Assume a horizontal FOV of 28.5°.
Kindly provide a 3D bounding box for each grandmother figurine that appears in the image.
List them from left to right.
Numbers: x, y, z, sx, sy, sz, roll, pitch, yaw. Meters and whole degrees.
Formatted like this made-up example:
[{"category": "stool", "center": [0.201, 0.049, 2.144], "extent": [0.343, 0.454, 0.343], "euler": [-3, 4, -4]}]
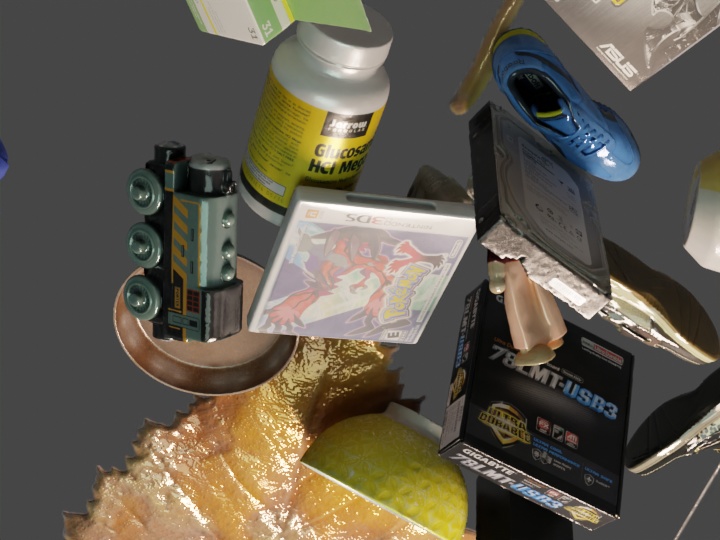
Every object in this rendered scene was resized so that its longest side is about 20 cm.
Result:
[{"category": "grandmother figurine", "center": [0.152, -0.014, 1.401], "extent": [0.060, 0.121, 0.202], "euler": [-14, 101, 14]}]

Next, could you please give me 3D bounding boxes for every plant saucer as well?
[{"category": "plant saucer", "center": [-0.162, 0.049, 1.515], "extent": [0.198, 0.035, 0.202], "euler": [1, 126, 2]}]

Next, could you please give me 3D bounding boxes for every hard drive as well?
[{"category": "hard drive", "center": [0.164, -0.060, 1.309], "extent": [0.139, 0.201, 0.038], "euler": [34, 120, -21]}]

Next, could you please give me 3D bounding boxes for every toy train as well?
[{"category": "toy train", "center": [-0.167, -0.023, 1.384], "extent": [0.113, 0.085, 0.202], "euler": [12, 106, 31]}]

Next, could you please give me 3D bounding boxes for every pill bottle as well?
[{"category": "pill bottle", "center": [-0.038, -0.145, 1.308], "extent": [0.111, 0.113, 0.201], "euler": [14, 127, -8]}]

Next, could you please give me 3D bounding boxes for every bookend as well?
[{"category": "bookend", "center": [0.203, 0.247, 1.545], "extent": [0.091, 0.200, 0.201], "euler": [17, 126, -8]}]

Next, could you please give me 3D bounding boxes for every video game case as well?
[{"category": "video game case", "center": [0.000, 0.000, 1.365], "extent": [0.180, 0.023, 0.201], "euler": [5, 140, -18]}]

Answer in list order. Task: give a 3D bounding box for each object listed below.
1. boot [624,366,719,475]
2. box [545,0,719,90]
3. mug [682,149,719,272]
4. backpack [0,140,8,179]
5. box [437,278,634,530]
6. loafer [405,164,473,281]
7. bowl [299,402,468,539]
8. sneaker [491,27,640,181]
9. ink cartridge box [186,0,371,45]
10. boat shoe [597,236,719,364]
[{"category": "boot", "center": [0.409, 0.194, 1.569], "extent": [0.153, 0.074, 0.203], "euler": [39, 116, -19]}, {"category": "box", "center": [0.235, -0.276, 1.235], "extent": [0.158, 0.049, 0.200], "euler": [-35, 119, 27]}, {"category": "mug", "center": [0.393, -0.068, 1.356], "extent": [0.152, 0.188, 0.150], "euler": [9, 161, 7]}, {"category": "backpack", "center": [-0.444, -0.095, 1.339], "extent": [0.199, 0.168, 0.163], "euler": [7, 132, 40]}, {"category": "box", "center": [0.185, 0.137, 1.461], "extent": [0.199, 0.200, 0.050], "euler": [27, 144, -17]}, {"category": "loafer", "center": [0.059, -0.025, 1.433], "extent": [0.070, 0.070, 0.201], "euler": [-20, 150, -33]}, {"category": "bowl", "center": [0.043, 0.211, 1.569], "extent": [0.199, 0.200, 0.108], "euler": [31, 81, -20]}, {"category": "sneaker", "center": [0.193, -0.138, 1.327], "extent": [0.066, 0.079, 0.200], "euler": [-36, 120, 24]}, {"category": "ink cartridge box", "center": [-0.092, -0.261, 1.190], "extent": [0.199, 0.048, 0.146], "euler": [22, 144, 47]}, {"category": "boat shoe", "center": [0.289, 0.037, 1.468], "extent": [0.199, 0.074, 0.065], "euler": [37, 132, -19]}]
